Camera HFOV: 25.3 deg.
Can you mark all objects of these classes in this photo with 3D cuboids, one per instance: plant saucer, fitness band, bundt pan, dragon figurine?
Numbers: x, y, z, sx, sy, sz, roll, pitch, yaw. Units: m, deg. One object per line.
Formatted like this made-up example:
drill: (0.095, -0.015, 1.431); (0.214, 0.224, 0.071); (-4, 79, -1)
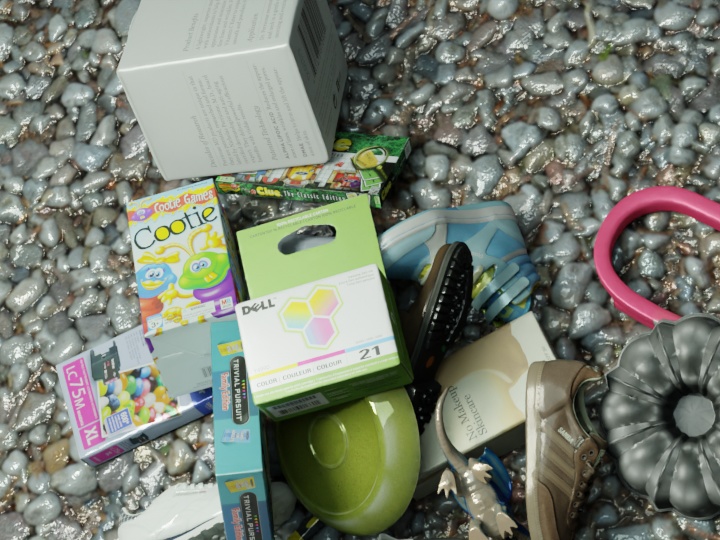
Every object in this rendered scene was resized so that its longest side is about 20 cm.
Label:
plant saucer: (-0.024, 0.166, 1.593); (0.198, 0.031, 0.203); (9, 102, 42)
fitness band: (0.334, -0.003, 1.634); (0.199, 0.037, 0.144); (29, 78, 24)
bundt pan: (0.319, 0.137, 1.540); (0.199, 0.076, 0.205); (-3, 80, 20)
dragon figurine: (0.115, 0.212, 1.563); (0.058, 0.099, 0.201); (-31, 86, 8)

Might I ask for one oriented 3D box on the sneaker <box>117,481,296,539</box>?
sneaker: (-0.163, 0.252, 1.676); (0.198, 0.077, 0.081); (-21, 54, 7)

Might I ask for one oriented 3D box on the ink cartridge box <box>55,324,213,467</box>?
ink cartridge box: (-0.229, 0.119, 1.763); (0.198, 0.042, 0.120); (-24, 64, 5)

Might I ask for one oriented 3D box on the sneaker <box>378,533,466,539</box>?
sneaker: (0.020, 0.302, 1.589); (0.197, 0.089, 0.075); (-13, 65, 11)

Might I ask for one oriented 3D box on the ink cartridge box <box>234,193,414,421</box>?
ink cartridge box: (-0.045, 0.025, 1.540); (0.146, 0.076, 0.202); (-16, 70, 7)

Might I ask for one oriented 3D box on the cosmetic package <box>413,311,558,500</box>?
cosmetic package: (0.114, 0.138, 1.628); (0.199, 0.071, 0.106); (-30, 65, 5)

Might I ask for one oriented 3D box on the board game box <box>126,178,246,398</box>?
board game box: (-0.179, 0.016, 1.707); (0.104, 0.104, 0.201); (-16, 46, 0)

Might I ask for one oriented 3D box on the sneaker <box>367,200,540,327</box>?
sneaker: (0.104, 0.005, 1.636); (0.198, 0.080, 0.132); (-14, 66, -33)

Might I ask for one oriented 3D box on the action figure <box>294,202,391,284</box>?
action figure: (0.000, 0.000, 1.695); (0.102, 0.118, 0.202); (-39, 62, 43)

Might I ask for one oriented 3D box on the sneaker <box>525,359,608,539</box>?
sneaker: (0.198, 0.186, 1.530); (0.075, 0.070, 0.203); (-3, 90, 18)

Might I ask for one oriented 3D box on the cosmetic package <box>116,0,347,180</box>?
cosmetic package: (-0.136, -0.221, 1.765); (0.197, 0.166, 0.166); (-5, 44, 16)

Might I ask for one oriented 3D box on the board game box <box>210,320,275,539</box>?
board game box: (-0.115, 0.173, 1.584); (0.046, 0.152, 0.201); (-6, 43, -2)

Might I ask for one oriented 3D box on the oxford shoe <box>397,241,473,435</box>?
oxford shoe: (0.050, 0.059, 1.581); (0.084, 0.072, 0.202); (25, 94, 31)

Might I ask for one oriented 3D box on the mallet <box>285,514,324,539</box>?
mallet: (-0.062, 0.286, 1.650); (0.199, 0.041, 0.066); (-36, 63, -2)

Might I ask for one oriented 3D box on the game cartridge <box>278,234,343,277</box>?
game cartridge: (-0.056, 0.065, 1.661); (0.132, 0.041, 0.203); (3, 100, 45)

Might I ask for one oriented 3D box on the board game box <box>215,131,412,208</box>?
board game box: (-0.051, -0.116, 1.774); (0.198, 0.024, 0.105); (6, 41, 22)
